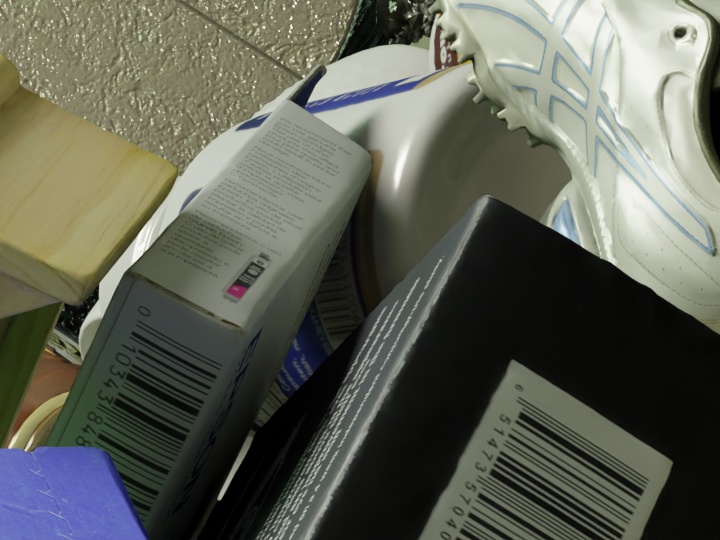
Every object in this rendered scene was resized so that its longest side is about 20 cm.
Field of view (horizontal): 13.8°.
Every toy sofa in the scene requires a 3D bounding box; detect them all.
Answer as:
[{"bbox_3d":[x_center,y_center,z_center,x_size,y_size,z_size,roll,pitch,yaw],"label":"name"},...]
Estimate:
[{"bbox_3d":[-0.134,0.042,0.799,0.201,0.097,0.083,-65,-4,26],"label":"toy sofa"}]

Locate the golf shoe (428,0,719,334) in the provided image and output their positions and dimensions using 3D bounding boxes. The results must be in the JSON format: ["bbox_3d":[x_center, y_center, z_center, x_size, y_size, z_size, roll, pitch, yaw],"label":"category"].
[{"bbox_3d":[0.084,-0.060,0.859,0.097,0.078,0.201,-40,58,34],"label":"golf shoe"}]

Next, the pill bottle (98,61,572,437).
[{"bbox_3d":[0.000,0.000,1.008,0.200,0.120,0.120,-9,46,54],"label":"pill bottle"}]

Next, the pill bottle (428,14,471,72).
[{"bbox_3d":[0.091,-0.086,1.027,0.110,0.109,0.200,-61,6,-23],"label":"pill bottle"}]

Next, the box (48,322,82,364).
[{"bbox_3d":[-0.187,0.101,1.890,0.086,0.199,0.164,-59,5,6],"label":"box"}]

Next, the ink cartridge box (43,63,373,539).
[{"bbox_3d":[-0.059,0.055,0.878,0.197,0.043,0.200,-64,-5,25],"label":"ink cartridge box"}]

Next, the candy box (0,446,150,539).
[{"bbox_3d":[-0.081,0.169,0.704,0.169,0.077,0.201,-125,39,-57],"label":"candy box"}]

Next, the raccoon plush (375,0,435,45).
[{"bbox_3d":[0.102,-0.141,1.503,0.200,0.134,0.097,-10,-56,-54],"label":"raccoon plush"}]

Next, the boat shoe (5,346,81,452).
[{"bbox_3d":[-0.115,0.058,0.975,0.072,0.067,0.200,-63,-4,0],"label":"boat shoe"}]

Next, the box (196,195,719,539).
[{"bbox_3d":[0.012,0.096,0.787,0.148,0.104,0.200,-61,6,-27],"label":"box"}]

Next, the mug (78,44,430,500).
[{"bbox_3d":[0.009,0.000,1.192,0.200,0.148,0.176,-1,47,53],"label":"mug"}]
